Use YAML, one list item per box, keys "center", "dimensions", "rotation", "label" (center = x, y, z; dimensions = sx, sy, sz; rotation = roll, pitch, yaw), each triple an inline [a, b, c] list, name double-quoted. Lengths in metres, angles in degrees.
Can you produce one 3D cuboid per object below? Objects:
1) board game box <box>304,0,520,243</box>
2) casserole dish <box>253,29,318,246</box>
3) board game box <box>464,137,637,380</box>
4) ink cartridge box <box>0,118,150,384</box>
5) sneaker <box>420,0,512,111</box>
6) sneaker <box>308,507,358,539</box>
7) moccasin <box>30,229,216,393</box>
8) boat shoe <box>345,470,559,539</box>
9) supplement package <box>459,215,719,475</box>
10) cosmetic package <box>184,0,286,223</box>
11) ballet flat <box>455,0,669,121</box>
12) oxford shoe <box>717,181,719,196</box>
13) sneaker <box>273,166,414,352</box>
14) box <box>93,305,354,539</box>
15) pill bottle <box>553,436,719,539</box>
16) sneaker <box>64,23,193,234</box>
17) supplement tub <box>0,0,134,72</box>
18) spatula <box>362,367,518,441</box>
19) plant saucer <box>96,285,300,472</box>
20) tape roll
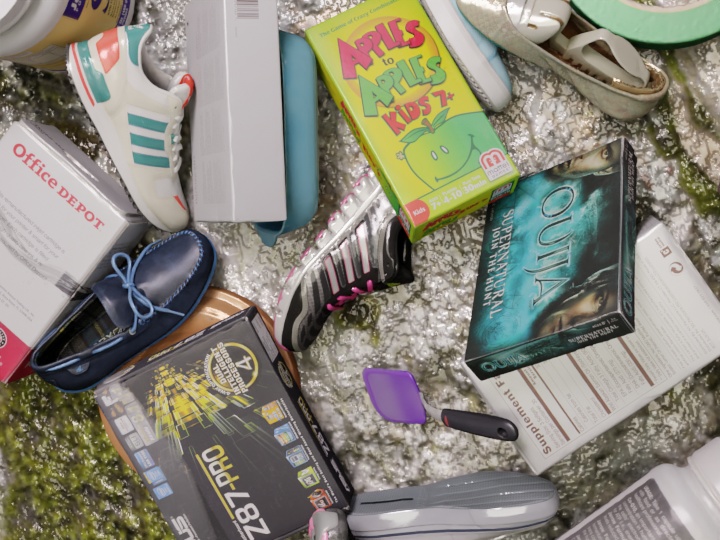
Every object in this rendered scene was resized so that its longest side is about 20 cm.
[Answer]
- center: [0.042, -0.137, 0.998]
  dimensions: [0.101, 0.048, 0.201]
  rotation: [-27, 77, -6]
  label: "board game box"
- center: [-0.069, -0.122, 1.026]
  dimensions: [0.039, 0.121, 0.201]
  rotation: [-5, 98, -21]
  label: "casserole dish"
- center: [0.156, -0.013, 0.936]
  dimensions: [0.135, 0.201, 0.028]
  rotation: [-22, 126, 31]
  label: "board game box"
- center: [-0.311, -0.020, 1.092]
  dimensions: [0.145, 0.083, 0.200]
  rotation: [41, 100, 6]
  label: "ink cartridge box"
- center: [0.095, -0.238, 1.000]
  dimensions: [0.082, 0.074, 0.201]
  rotation: [-28, 90, 6]
  label: "sneaker"
- center: [0.008, 0.281, 1.031]
  dimensions: [0.095, 0.079, 0.201]
  rotation: [-9, 127, 4]
  label: "sneaker"
- center: [-0.214, 0.039, 1.057]
  dimensions: [0.200, 0.068, 0.080]
  rotation: [-46, 60, 4]
  label: "moccasin"
- center: [0.084, 0.228, 1.046]
  dimensions: [0.199, 0.074, 0.067]
  rotation: [-7, 108, 22]
  label: "boat shoe"
- center: [0.198, 0.059, 0.978]
  dimensions: [0.200, 0.117, 0.118]
  rotation: [-36, 89, 12]
  label: "supplement package"
- center: [-0.111, -0.142, 1.010]
  dimensions: [0.051, 0.151, 0.201]
  rotation: [-4, 94, -22]
  label: "cosmetic package"
- center: [0.172, -0.196, 0.964]
  dimensions: [0.199, 0.062, 0.068]
  rotation: [29, 67, -16]
  label: "ballet flat"
- center: [0.361, -0.137, 0.969]
  dimensions: [0.200, 0.071, 0.073]
  rotation: [-51, 55, 13]
  label: "oxford shoe"
- center: [0.000, 0.000, 1.036]
  dimensions: [0.087, 0.074, 0.200]
  rotation: [36, 95, 13]
  label: "sneaker"
- center: [-0.121, 0.154, 1.049]
  dimensions: [0.161, 0.049, 0.201]
  rotation: [-25, 100, 11]
  label: "box"
- center: [0.251, 0.237, 0.983]
  dimensions: [0.200, 0.113, 0.113]
  rotation: [-39, 86, 12]
  label: "pill bottle"
- center: [-0.181, -0.126, 1.038]
  dimensions: [0.093, 0.070, 0.200]
  rotation: [-23, 118, 2]
  label: "sneaker"
- center: [-0.297, -0.254, 1.014]
  dimensions: [0.145, 0.200, 0.146]
  rotation: [1, 94, 11]
  label: "supplement tub"
- center: [0.067, 0.121, 0.997]
  dimensions: [0.020, 0.200, 0.057]
  rotation: [-27, 109, -27]
  label: "spatula"
- center: [-0.156, 0.115, 1.098]
  dimensions: [0.199, 0.032, 0.202]
  rotation: [1, 95, 11]
  label: "plant saucer"
- center: [0.258, -0.289, 0.978]
  dimensions: [0.199, 0.048, 0.202]
  rotation: [1, 94, 12]
  label: "tape roll"
